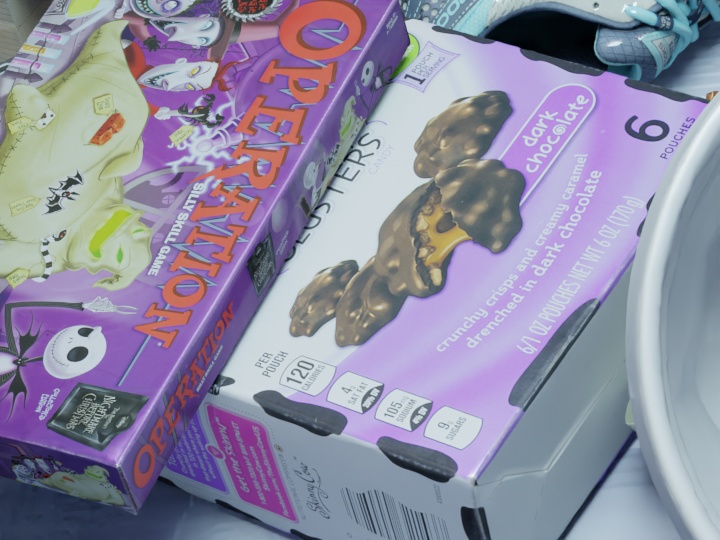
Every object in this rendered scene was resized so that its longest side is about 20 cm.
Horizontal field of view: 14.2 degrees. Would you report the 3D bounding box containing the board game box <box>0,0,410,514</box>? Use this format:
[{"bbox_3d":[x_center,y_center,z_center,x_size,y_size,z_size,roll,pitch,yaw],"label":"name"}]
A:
[{"bbox_3d":[-0.078,-0.020,0.914,0.120,0.032,0.200,14,54,21],"label":"board game box"}]

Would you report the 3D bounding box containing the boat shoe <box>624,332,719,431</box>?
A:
[{"bbox_3d":[0.163,-0.015,0.892,0.061,0.072,0.201,38,83,-4],"label":"boat shoe"}]

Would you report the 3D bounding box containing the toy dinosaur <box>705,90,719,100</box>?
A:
[{"bbox_3d":[0.217,-0.076,0.952,0.200,0.102,0.136,-1,60,-16],"label":"toy dinosaur"}]

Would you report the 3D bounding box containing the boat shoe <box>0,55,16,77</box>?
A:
[{"bbox_3d":[-0.150,-0.041,1.016,0.200,0.069,0.057,-29,56,-5],"label":"boat shoe"}]

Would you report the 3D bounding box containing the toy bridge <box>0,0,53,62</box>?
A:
[{"bbox_3d":[-0.128,-0.102,1.079,0.200,0.067,0.027,16,52,27],"label":"toy bridge"}]

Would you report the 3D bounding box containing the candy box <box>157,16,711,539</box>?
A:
[{"bbox_3d":[0.000,0.000,0.942,0.200,0.072,0.168,18,55,29],"label":"candy box"}]

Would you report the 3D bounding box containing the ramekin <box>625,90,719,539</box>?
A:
[{"bbox_3d":[0.168,0.022,0.801,0.200,0.105,0.200,0,86,-2],"label":"ramekin"}]

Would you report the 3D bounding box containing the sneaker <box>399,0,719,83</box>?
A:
[{"bbox_3d":[0.106,-0.104,1.028,0.200,0.078,0.086,-17,56,8],"label":"sneaker"}]
